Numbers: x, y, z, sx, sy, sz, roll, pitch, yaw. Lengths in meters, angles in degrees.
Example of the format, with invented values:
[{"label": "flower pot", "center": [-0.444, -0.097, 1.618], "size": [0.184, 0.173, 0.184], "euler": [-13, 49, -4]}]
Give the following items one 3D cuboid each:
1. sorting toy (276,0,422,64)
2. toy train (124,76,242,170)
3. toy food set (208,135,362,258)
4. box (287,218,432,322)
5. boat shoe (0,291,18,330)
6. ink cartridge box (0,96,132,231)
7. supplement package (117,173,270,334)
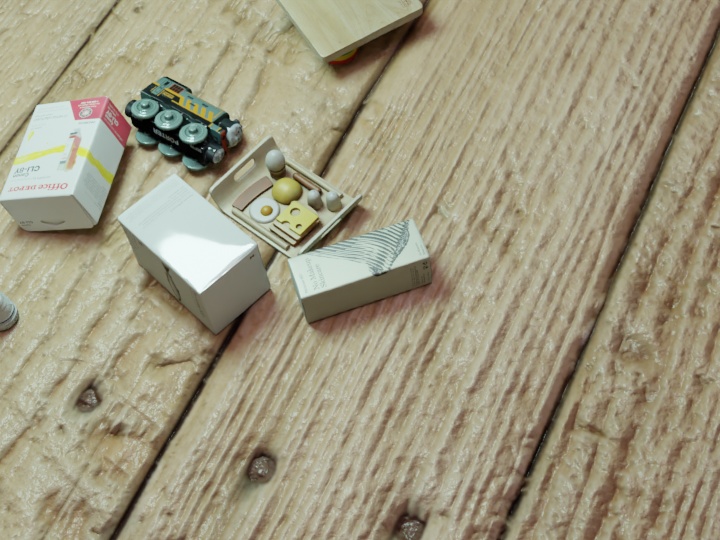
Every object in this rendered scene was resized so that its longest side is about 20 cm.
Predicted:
[{"label": "sorting toy", "center": [-0.027, -0.453, 2.105], "size": [0.198, 0.070, 0.200], "euler": [-29, 64, -12]}, {"label": "toy train", "center": [-0.287, -0.241, 2.000], "size": [0.199, 0.085, 0.114], "euler": [28, 54, 23]}, {"label": "toy food set", "center": [-0.116, -0.116, 1.901], "size": [0.200, 0.061, 0.144], "euler": [34, 66, 26]}, {"label": "box", "center": [0.000, 0.000, 1.802], "size": [0.199, 0.069, 0.082], "euler": [-19, 56, -6]}, {"label": "boat shoe", "center": [-0.605, 0.021, 1.868], "size": [0.199, 0.067, 0.074], "euler": [21, 61, 20]}, {"label": "ink cartridge box", "center": [-0.468, -0.170, 1.953], "size": [0.144, 0.084, 0.201], "euler": [-3, 56, 22]}, {"label": "supplement package", "center": [-0.246, -0.026, 1.823], "size": [0.117, 0.117, 0.200], "euler": [-40, 60, -19]}]
